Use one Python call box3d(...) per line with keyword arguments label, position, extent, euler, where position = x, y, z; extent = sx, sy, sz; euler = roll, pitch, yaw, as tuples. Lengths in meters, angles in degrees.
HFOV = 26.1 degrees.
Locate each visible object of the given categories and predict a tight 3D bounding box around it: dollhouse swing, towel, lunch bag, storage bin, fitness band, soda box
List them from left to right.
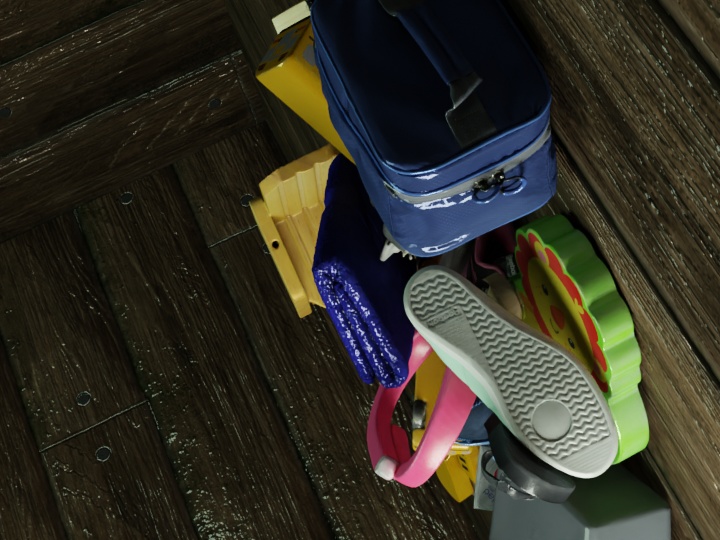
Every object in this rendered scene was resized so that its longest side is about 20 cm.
box3d(label="dollhouse swing", position=(-0.004, -0.055, 1.707), extent=(0.176, 0.198, 0.183), euler=(-154, 40, -82))
box3d(label="towel", position=(0.000, 0.000, 1.386), extent=(0.148, 0.049, 0.201), euler=(59, -162, -25))
box3d(label="fitness band", position=(0.055, 0.103, 1.331), extent=(0.037, 0.145, 0.200), euler=(26, -168, -11))
box3d(label="lunch bag", position=(0.052, -0.118, 1.081), extent=(0.201, 0.135, 0.133), euler=(61, 175, 32))
box3d(label="soda box", position=(0.152, 0.180, 1.528), extent=(0.200, 0.067, 0.064), euler=(-48, -35, -77))
box3d(label="storage bin", position=(0.196, 0.229, 1.332), extent=(0.200, 0.144, 0.136), euler=(-139, 44, -57))

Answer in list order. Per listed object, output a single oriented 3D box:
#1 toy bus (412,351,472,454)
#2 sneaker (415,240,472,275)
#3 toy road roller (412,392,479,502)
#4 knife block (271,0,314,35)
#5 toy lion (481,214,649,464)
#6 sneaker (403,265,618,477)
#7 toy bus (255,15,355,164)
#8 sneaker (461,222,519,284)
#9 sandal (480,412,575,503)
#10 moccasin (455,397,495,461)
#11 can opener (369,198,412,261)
box3d(label="toy bus", position=(0.089, 0.091, 1.613), extent=(0.078, 0.064, 0.202), euler=(88, -174, -72))
box3d(label="sneaker", position=(0.099, 0.004, 1.500), extent=(0.201, 0.091, 0.076), euler=(101, 164, -51))
box3d(label="toy road roller", position=(0.153, 0.191, 1.722), extent=(0.146, 0.122, 0.201), euler=(46, 163, 42))
box3d(label="knife block", position=(0.013, -0.248, 1.453), extent=(0.199, 0.175, 0.065), euler=(-30, -82, -49))
box3d(label="toy lion", position=(0.169, 0.055, 1.194), extent=(0.202, 0.068, 0.192), euler=(65, 168, -3))
box3d(label="sneaker", position=(0.121, 0.074, 1.188), extent=(0.200, 0.074, 0.118), euler=(45, -177, 10))
box3d(label="toy bus", position=(0.009, -0.140, 1.357), extent=(0.200, 0.079, 0.065), euler=(40, 152, -22))
box3d(label="sneaker", position=(0.132, 0.033, 1.347), extent=(0.096, 0.078, 0.201), euler=(92, 166, -46))
box3d(label="sandal", position=(0.125, 0.154, 1.215), extent=(0.076, 0.043, 0.200), euler=(39, -177, 3))
box3d(label="moccasin", position=(0.145, 0.127, 1.405), extent=(0.199, 0.081, 0.068), euler=(-5, -133, -49))
box3d(label="can opener", position=(0.034, -0.048, 1.284), extent=(0.066, 0.053, 0.200), euler=(44, 171, 1))
